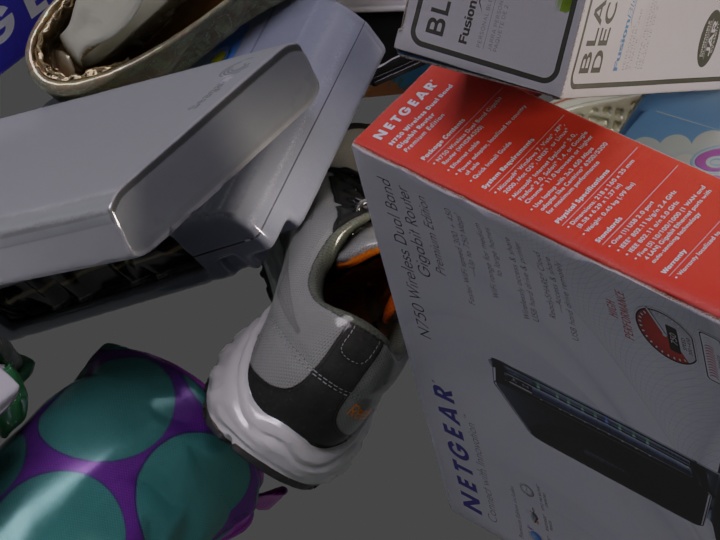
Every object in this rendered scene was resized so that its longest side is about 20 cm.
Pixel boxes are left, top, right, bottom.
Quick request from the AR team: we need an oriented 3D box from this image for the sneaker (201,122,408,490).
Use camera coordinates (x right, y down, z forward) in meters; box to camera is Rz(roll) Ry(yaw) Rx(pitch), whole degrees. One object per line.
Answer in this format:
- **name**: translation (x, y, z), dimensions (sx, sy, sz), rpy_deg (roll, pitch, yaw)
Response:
- **sneaker**: translation (0.000, 0.000, 1.051), dimensions (0.074, 0.079, 0.200), rpy_deg (33, 31, -13)

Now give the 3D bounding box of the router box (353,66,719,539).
- **router box**: translation (0.097, 0.043, 0.926), dimensions (0.179, 0.200, 0.049), rpy_deg (27, 59, 34)

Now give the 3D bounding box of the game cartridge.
- **game cartridge**: translation (-0.083, -0.042, 1.108), dimensions (0.200, 0.040, 0.133), rpy_deg (-16, 35, 43)

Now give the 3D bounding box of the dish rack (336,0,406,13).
- **dish rack**: translation (0.051, -0.186, 1.126), dimensions (0.200, 0.044, 0.172), rpy_deg (-1, 60, 12)

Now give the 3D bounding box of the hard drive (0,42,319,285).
- **hard drive**: translation (-0.127, -0.029, 1.026), dimensions (0.200, 0.026, 0.132), rpy_deg (-11, 22, 37)

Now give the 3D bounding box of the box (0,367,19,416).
- **box**: translation (-0.241, 0.028, 0.970), dimensions (0.200, 0.113, 0.101), rpy_deg (43, 36, 2)

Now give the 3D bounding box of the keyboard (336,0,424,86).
- **keyboard**: translation (0.061, -0.156, 1.143), dimensions (0.200, 0.021, 0.127), rpy_deg (-25, 58, -6)

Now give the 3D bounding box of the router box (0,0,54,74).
- **router box**: translation (-0.198, -0.141, 1.144), dimensions (0.200, 0.049, 0.179), rpy_deg (-40, 51, -19)

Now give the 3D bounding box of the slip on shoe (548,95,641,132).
- **slip on shoe**: translation (0.117, -0.056, 1.115), dimensions (0.200, 0.074, 0.061), rpy_deg (-32, 14, -5)

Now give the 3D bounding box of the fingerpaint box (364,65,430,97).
- **fingerpaint box**: translation (0.065, -0.178, 1.218), dimensions (0.166, 0.073, 0.200), rpy_deg (-5, 50, 11)

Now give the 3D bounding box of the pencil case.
- **pencil case**: translation (-0.123, 0.118, 1.008), dimensions (0.092, 0.085, 0.200), rpy_deg (44, 65, -2)

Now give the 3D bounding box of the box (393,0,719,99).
- **box**: translation (0.091, -0.119, 0.922), dimensions (0.060, 0.200, 0.117), rpy_deg (19, 101, 24)

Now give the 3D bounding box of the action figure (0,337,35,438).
- **action figure**: translation (-0.192, 0.032, 1.074), dimensions (0.200, 0.055, 0.118), rpy_deg (14, 36, 44)

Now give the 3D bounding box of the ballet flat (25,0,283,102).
- **ballet flat**: translation (-0.050, -0.130, 1.069), dimensions (0.200, 0.062, 0.067), rpy_deg (-43, 71, 15)

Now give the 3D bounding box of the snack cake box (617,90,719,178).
- **snack cake box**: translation (0.187, 0.012, 0.994), dimensions (0.200, 0.115, 0.067), rpy_deg (18, 56, 28)

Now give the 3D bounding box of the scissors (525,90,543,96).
- **scissors**: translation (0.108, -0.099, 1.135), dimensions (0.200, 0.014, 0.073), rpy_deg (-29, 5, 4)
